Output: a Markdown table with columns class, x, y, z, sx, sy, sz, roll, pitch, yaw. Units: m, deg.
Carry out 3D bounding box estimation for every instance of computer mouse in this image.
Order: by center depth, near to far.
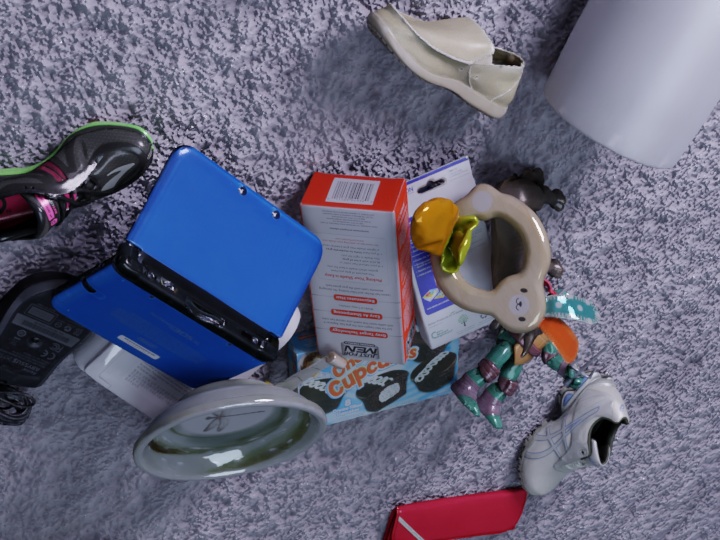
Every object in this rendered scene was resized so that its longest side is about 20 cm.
| class | x | y | z | sx | sy | sz | roll | pitch | yaw |
| --- | --- | --- | --- | --- | --- | --- | --- | --- | --- |
| computer mouse | -0.334 | 0.061 | 1.229 | 0.199 | 0.053 | 0.138 | -40 | 129 | 21 |

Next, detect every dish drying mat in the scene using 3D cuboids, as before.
| class | x | y | z | sx | sy | sz | roll | pitch | yaw |
| --- | --- | --- | --- | --- | --- | --- | --- | --- | --- |
| dish drying mat | 0.127 | 0.328 | 1.661 | 0.197 | 0.018 | 0.078 | -2 | 124 | -24 |

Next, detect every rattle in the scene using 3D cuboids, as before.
| class | x | y | z | sx | sy | sz | roll | pitch | yaw |
| --- | --- | --- | --- | --- | --- | --- | --- | --- | --- |
| rattle | 0.149 | 0.007 | 1.244 | 0.129 | 0.201 | 0.143 | -35 | 169 | -5 |

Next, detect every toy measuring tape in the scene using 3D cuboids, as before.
| class | x | y | z | sx | sy | sz | roll | pitch | yaw |
| --- | --- | --- | --- | --- | --- | --- | --- | --- | --- |
| toy measuring tape | -0.094 | 0.158 | 1.362 | 0.199 | 0.074 | 0.073 | -29 | 135 | 27 |

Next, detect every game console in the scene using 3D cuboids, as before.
| class | x | y | z | sx | sy | sz | roll | pitch | yaw |
| --- | --- | --- | --- | --- | --- | --- | --- | --- | --- |
| game console | -0.162 | 0.004 | 1.196 | 0.169 | 0.120 | 0.199 | -24 | 135 | 35 |

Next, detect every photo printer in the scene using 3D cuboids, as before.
| class | x | y | z | sx | sy | sz | roll | pitch | yaw |
| --- | --- | --- | --- | --- | --- | --- | --- | --- | --- |
| photo printer | -0.170 | 0.058 | 1.286 | 0.200 | 0.070 | 0.166 | -43 | 129 | 9 |

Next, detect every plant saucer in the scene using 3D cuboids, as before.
| class | x | y | z | sx | sy | sz | roll | pitch | yaw |
| --- | --- | --- | --- | --- | --- | --- | --- | --- | --- |
| plant saucer | -0.133 | 0.154 | 1.270 | 0.197 | 0.051 | 0.201 | -11 | 153 | -5 |

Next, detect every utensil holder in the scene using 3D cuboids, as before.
| class | x | y | z | sx | sy | sz | roll | pitch | yaw |
| --- | --- | --- | --- | --- | --- | --- | --- | --- | --- |
| utensil holder | 0.294 | -0.226 | 1.230 | 0.168 | 0.171 | 0.202 | 10 | 121 | -30 |

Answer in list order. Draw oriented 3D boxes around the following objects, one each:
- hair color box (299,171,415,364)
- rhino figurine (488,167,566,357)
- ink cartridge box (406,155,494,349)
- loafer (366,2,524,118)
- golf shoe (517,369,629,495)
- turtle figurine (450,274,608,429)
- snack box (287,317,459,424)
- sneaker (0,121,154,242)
| class | x | y | z | sx | sy | sz | roll | pitch | yaw |
| --- | --- | --- | --- | --- | --- | --- | --- | --- | --- |
| hair color box | 0.000 | 0.000 | 1.303 | 0.100 | 0.062 | 0.202 | 6 | 129 | 13 |
| rhino figurine | 0.172 | -0.007 | 1.345 | 0.087 | 0.059 | 0.204 | -6 | 99 | -44 |
| ink cartridge box | 0.090 | -0.023 | 1.353 | 0.098 | 0.039 | 0.202 | -21 | 118 | -10 |
| loafer | 0.085 | -0.214 | 1.207 | 0.199 | 0.076 | 0.069 | 20 | 113 | -45 |
| golf shoe | 0.271 | 0.227 | 1.602 | 0.077 | 0.098 | 0.202 | 8 | 122 | -31 |
| turtle figurine | 0.200 | 0.089 | 1.463 | 0.200 | 0.101 | 0.149 | -47 | 123 | 9 |
| snack box | 0.016 | 0.108 | 1.432 | 0.197 | 0.037 | 0.118 | -13 | 128 | -16 |
| sneaker | -0.274 | -0.068 | 1.134 | 0.198 | 0.084 | 0.077 | -26 | 132 | -5 |
